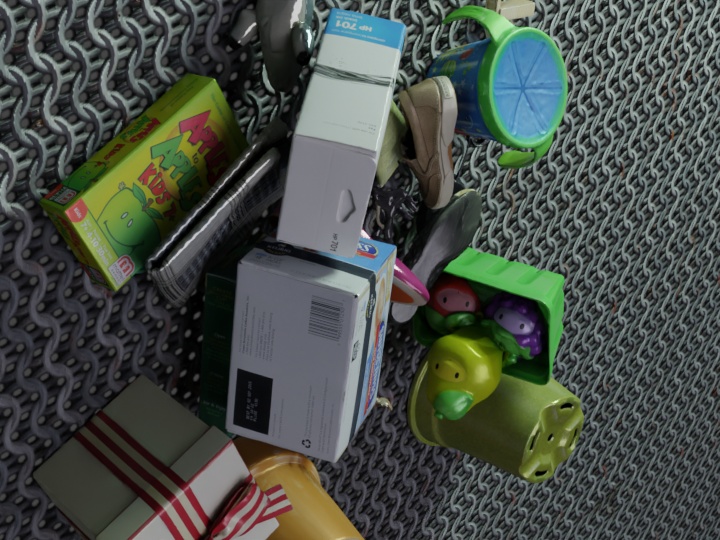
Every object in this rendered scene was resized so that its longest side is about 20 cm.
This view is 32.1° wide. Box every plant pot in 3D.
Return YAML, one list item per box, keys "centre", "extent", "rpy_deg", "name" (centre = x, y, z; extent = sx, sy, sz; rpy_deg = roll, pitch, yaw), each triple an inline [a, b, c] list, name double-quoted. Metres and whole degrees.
- centre: [0.197, 0.192, 1.720]
  extent: [0.200, 0.184, 0.202]
  rpy_deg: [-26, 131, -35]
  name: "plant pot"
- centre: [-0.093, 0.323, 1.479]
  extent: [0.199, 0.183, 0.202]
  rpy_deg: [-26, 130, -35]
  name: "plant pot"

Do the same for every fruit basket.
- centre: [0.144, 0.082, 1.581]
  extent: [0.215, 0.215, 0.157]
  rpy_deg: [-31, 133, -32]
  name: "fruit basket"

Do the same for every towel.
- centre: [-0.131, -0.050, 1.254]
  extent: [0.200, 0.034, 0.193]
  rpy_deg: [-50, 173, -11]
  name: "towel"

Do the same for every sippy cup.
- centre: [0.148, -0.210, 1.451]
  extent: [0.139, 0.130, 0.180]
  rpy_deg: [0, 95, -41]
  name: "sippy cup"

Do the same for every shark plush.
- centre: [-0.072, -0.284, 1.262]
  extent: [0.083, 0.090, 0.202]
  rpy_deg: [5, 88, -69]
  name: "shark plush"

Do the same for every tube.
- centre: [0.013, -0.175, 1.409]
  extent: [0.058, 0.052, 0.200]
  rpy_deg: [-20, 145, 12]
  name: "tube"

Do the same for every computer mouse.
- centre: [0.116, -0.129, 1.558]
  extent: [0.058, 0.034, 0.201]
  rpy_deg: [19, 96, -41]
  name: "computer mouse"

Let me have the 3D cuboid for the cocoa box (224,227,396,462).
- centre: [-0.052, 0.070, 1.301]
  extent: [0.131, 0.132, 0.202]
  rpy_deg: [-48, 149, -59]
  name: "cocoa box"

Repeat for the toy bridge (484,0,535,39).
- centre: [0.180, -0.316, 1.519]
  extent: [0.067, 0.027, 0.202]
  rpy_deg: [-18, 125, -37]
  name: "toy bridge"

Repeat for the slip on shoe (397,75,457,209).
- centre: [0.072, -0.141, 1.441]
  extent: [0.060, 0.076, 0.201]
  rpy_deg: [-14, 150, -9]
  name: "slip on shoe"

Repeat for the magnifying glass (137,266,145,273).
- centre: [-0.178, -0.063, 1.280]
  extent: [0.199, 0.022, 0.080]
  rpy_deg: [-34, 130, -33]
  name: "magnifying glass"

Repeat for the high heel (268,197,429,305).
- centre: [0.003, -0.043, 1.368]
  extent: [0.096, 0.199, 0.067]
  rpy_deg: [-59, -175, -29]
  name: "high heel"

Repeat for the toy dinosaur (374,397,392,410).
- centre: [-0.057, 0.148, 1.466]
  extent: [0.135, 0.086, 0.200]
  rpy_deg: [-36, 142, 9]
  name: "toy dinosaur"

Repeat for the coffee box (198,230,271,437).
- centre: [-0.128, 0.070, 1.367]
  extent: [0.123, 0.044, 0.201]
  rpy_deg: [-46, 148, -54]
  name: "coffee box"

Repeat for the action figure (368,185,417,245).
- centre: [0.000, 0.000, 1.443]
  extent: [0.201, 0.102, 0.119]
  rpy_deg: [-57, -174, -14]
  name: "action figure"

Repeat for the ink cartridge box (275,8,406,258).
- centre: [-0.018, -0.137, 1.236]
  extent: [0.147, 0.085, 0.201]
  rpy_deg: [104, 0, -47]
  name: "ink cartridge box"

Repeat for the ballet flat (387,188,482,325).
- centre: [0.080, -0.021, 1.532]
  extent: [0.066, 0.057, 0.201]
  rpy_deg: [44, 77, -31]
  name: "ballet flat"

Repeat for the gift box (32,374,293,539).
- centre: [-0.196, 0.250, 1.321]
  extent: [0.185, 0.186, 0.201]
  rpy_deg: [-46, 138, -17]
  name: "gift box"

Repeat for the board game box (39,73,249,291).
- centre: [-0.199, -0.087, 1.203]
  extent: [0.200, 0.047, 0.102]
  rpy_deg: [-46, 130, -24]
  name: "board game box"
